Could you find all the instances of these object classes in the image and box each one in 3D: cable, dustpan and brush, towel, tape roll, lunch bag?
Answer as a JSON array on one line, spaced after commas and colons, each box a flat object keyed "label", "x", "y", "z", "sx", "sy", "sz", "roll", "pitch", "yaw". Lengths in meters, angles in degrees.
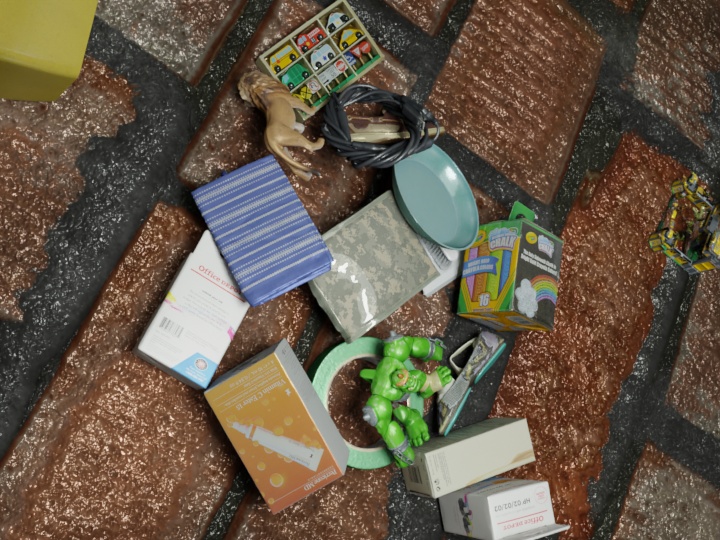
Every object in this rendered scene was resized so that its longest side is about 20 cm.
[{"label": "cable", "x": 0.017, "y": -0.228, "z": 1.365, "sx": 0.162, "sy": 0.051, "sz": 0.199, "roll": -38, "pitch": 58, "yaw": -22}, {"label": "dustpan and brush", "x": 0.121, "y": -0.078, "z": 1.453, "sx": 0.138, "sy": 0.057, "sz": 0.203, "roll": -31, "pitch": 92, "yaw": -25}, {"label": "towel", "x": -0.143, "y": -0.060, "z": 1.266, "sx": 0.143, "sy": 0.024, "sz": 0.202, "roll": -26, "pitch": 76, "yaw": -16}, {"label": "tape roll", "x": 0.004, "y": 0.209, "z": 1.359, "sx": 0.196, "sy": 0.048, "sz": 0.206, "roll": 4, "pitch": 79, "yaw": -23}, {"label": "lunch bag", "x": 0.000, "y": 0.000, "z": 1.350, "sx": 0.199, "sy": 0.117, "sz": 0.166, "roll": -34, "pitch": 93, "yaw": -33}]

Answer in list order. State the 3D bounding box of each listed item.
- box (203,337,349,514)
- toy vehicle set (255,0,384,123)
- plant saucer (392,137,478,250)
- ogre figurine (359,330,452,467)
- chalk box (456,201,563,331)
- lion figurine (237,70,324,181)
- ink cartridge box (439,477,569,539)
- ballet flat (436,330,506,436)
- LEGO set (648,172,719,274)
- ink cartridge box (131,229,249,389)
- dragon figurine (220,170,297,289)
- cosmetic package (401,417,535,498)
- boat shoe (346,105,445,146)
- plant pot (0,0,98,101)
[{"label": "box", "x": -0.118, "y": 0.223, "z": 1.248, "sx": 0.123, "sy": 0.098, "sz": 0.203, "roll": -30, "pitch": 94, "yaw": 7}, {"label": "toy vehicle set", "x": -0.065, "y": -0.351, "z": 1.435, "sx": 0.200, "sy": 0.026, "sz": 0.125, "roll": -42, "pitch": 99, "yaw": -24}, {"label": "plant saucer", "x": 0.114, "y": -0.118, "z": 1.395, "sx": 0.198, "sy": 0.036, "sz": 0.204, "roll": 27, "pitch": 48, "yaw": -35}, {"label": "ogre figurine", "x": 0.064, "y": 0.185, "z": 1.316, "sx": 0.119, "sy": 0.098, "sz": 0.203, "roll": 33, "pitch": 84, "yaw": -34}, {"label": "chalk box", "x": 0.255, "y": -0.010, "z": 1.452, "sx": 0.123, "sy": 0.123, "sz": 0.205, "roll": 23, "pitch": 70, "yaw": -39}, {"label": "lion figurine", "x": -0.123, "y": -0.227, "z": 1.321, "sx": 0.121, "sy": 0.073, "sz": 0.202, "roll": 23, "pitch": 31, "yaw": -35}, {"label": "ink cartridge box", "x": 0.219, "y": 0.369, "z": 1.335, "sx": 0.113, "sy": 0.199, "sz": 0.070, "roll": -7, "pitch": 83, "yaw": -25}, {"label": "ballet flat", "x": 0.166, "y": 0.181, "z": 1.435, "sx": 0.072, "sy": 0.072, "sz": 0.201, "roll": 43, "pitch": 67, "yaw": -11}, {"label": "LEGO set", "x": 0.665, "y": -0.094, "z": 1.669, "sx": 0.154, "sy": 0.115, "sz": 0.201, "roll": 43, "pitch": 67, "yaw": -12}, {"label": "ink cartridge box", "x": -0.234, "y": 0.058, "z": 1.266, "sx": 0.114, "sy": 0.068, "sz": 0.203, "roll": 32, "pitch": 70, "yaw": -15}, {"label": "dragon figurine", "x": -0.165, "y": -0.056, "z": 1.322, "sx": 0.098, "sy": 0.059, "sz": 0.204, "roll": -15, "pitch": 87, "yaw": -25}, {"label": "cosmetic package", "x": 0.171, "y": 0.299, "z": 1.389, "sx": 0.196, "sy": 0.105, "sz": 0.073, "roll": -13, "pitch": 88, "yaw": -24}, {"label": "boat shoe", "x": 0.049, "y": -0.244, "z": 1.446, "sx": 0.196, "sy": 0.072, "sz": 0.074, "roll": -9, "pitch": 83, "yaw": -17}, {"label": "plant pot", "x": -0.469, "y": -0.339, "z": 1.172, "sx": 0.174, "sy": 0.198, "sz": 0.205, "roll": 18, "pitch": 73, "yaw": -32}]
